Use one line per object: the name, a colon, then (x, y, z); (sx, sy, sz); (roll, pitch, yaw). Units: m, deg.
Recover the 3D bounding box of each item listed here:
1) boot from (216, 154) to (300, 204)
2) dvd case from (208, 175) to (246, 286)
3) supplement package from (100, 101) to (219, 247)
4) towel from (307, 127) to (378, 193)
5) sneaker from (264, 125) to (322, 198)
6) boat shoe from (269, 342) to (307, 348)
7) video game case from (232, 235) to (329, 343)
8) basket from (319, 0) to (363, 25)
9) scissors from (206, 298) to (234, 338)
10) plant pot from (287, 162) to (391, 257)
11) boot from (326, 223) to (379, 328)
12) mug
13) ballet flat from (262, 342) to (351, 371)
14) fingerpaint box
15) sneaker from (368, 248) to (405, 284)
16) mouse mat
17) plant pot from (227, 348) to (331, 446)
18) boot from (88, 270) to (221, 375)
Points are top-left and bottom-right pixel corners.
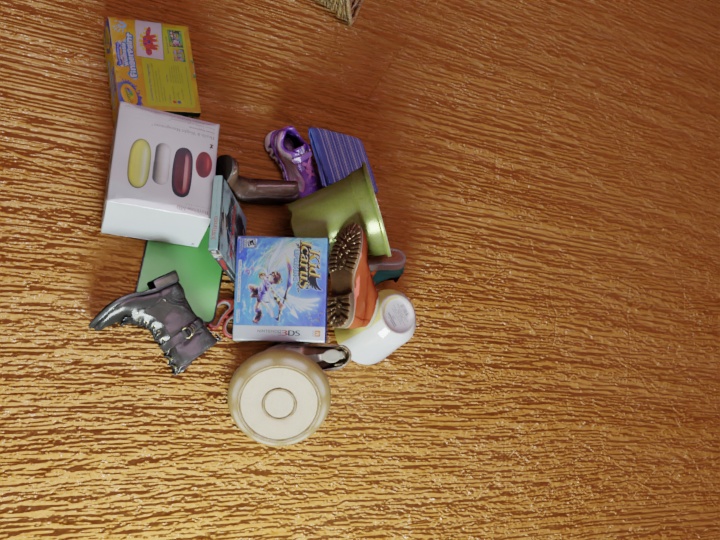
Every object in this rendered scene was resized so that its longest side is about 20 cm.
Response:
boot: (-0.199, -0.176, 1.386); (0.196, 0.186, 0.066); (4, 80, -26)
dvd case: (-0.253, -0.071, 1.321); (0.022, 0.200, 0.149); (-2, 70, 5)
supplement package: (-0.378, -0.176, 1.299); (0.188, 0.147, 0.204); (8, 68, -23)
towel: (-0.040, -0.244, 1.555); (0.199, 0.024, 0.147); (-1, 71, -55)
sneaker: (-0.131, -0.231, 1.499); (0.080, 0.088, 0.202); (-34, 93, -34)
boat shoe: (-0.124, 0.119, 1.393); (0.060, 0.071, 0.202); (42, 61, -15)
video game case: (-0.152, 0.037, 1.328); (0.177, 0.045, 0.204); (1, 82, 0)
basket: (-0.023, -0.749, 1.703); (0.148, 0.142, 0.202); (31, 61, -16)
scissors: (-0.235, 0.048, 1.388); (0.073, 0.014, 0.202); (38, 61, -11)
plant pot: (-0.049, -0.102, 1.429); (0.181, 0.200, 0.204); (-16, 79, 2)
boot: (-0.006, 0.014, 1.337); (0.106, 0.074, 0.204); (13, 81, -47)
mug: (0.026, 0.104, 1.435); (0.184, 0.153, 0.152); (20, 65, -22)
ballet flat: (-0.105, 0.169, 1.322); (0.197, 0.067, 0.070); (-6, 85, -28)
fingerpaint box: (-0.425, -0.398, 1.398); (0.164, 0.073, 0.204); (-5, 75, -31)
sneaker: (0.000, 0.000, 1.506); (0.196, 0.081, 0.072); (1, 42, -7)
mouse mat: (-0.347, -0.005, 1.342); (0.158, 0.008, 0.204); (14, 68, -20)
plant pot: (-0.152, 0.245, 1.286); (0.196, 0.028, 0.204); (-1, 108, -4)
boot: (-0.373, 0.113, 1.259); (0.198, 0.069, 0.177); (-29, 100, -21)
